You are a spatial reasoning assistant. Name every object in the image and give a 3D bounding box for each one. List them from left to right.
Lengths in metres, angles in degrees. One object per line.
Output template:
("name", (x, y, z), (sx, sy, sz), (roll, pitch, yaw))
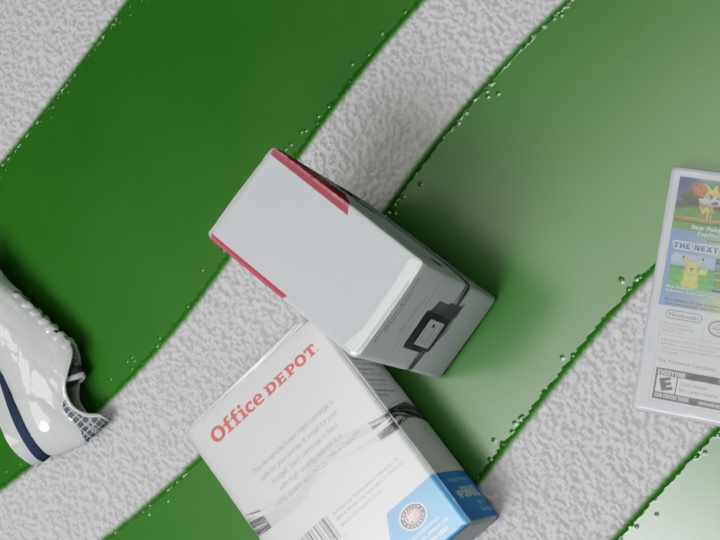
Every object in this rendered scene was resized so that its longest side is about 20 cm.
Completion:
("sneaker", (-0.285, 0.064, 1.303), (0.080, 0.076, 0.201), (-27, 80, 6))
("ink cartridge box", (-0.015, 0.156, 1.171), (0.146, 0.084, 0.200), (-42, 71, 14))
("ink cartridge box", (0.000, 0.000, 1.119), (0.145, 0.200, 0.084), (38, 95, 20))
("video game case", (0.307, 0.028, 1.087), (0.199, 0.022, 0.184), (10, 89, 23))
